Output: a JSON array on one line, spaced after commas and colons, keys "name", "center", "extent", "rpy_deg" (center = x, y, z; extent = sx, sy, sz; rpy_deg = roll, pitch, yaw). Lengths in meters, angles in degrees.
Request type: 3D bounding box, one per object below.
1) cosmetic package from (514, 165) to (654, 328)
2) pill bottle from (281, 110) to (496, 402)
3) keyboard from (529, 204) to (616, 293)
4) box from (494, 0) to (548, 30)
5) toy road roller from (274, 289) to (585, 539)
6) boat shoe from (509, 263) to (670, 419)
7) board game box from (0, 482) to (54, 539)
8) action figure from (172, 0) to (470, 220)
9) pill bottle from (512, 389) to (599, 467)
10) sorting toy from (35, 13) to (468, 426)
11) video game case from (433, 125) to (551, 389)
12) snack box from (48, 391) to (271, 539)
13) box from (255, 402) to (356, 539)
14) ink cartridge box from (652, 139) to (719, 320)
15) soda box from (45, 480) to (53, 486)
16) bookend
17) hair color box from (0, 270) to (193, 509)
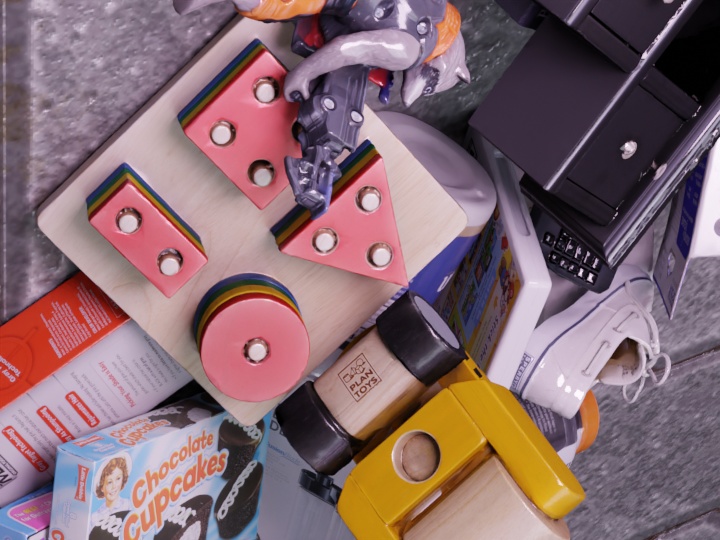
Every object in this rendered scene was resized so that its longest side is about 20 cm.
[{"name": "cosmetic package", "center": [0.161, -0.029, 1.427], "extent": [0.107, 0.085, 0.201], "rpy_deg": [-28, 145, -16]}, {"name": "pill bottle", "center": [0.000, 0.000, 1.292], "extent": [0.110, 0.111, 0.201], "rpy_deg": [4, 128, -44]}, {"name": "keyboard", "center": [0.172, -0.093, 1.310], "extent": [0.103, 0.040, 0.202], "rpy_deg": [25, 81, -14]}, {"name": "box", "center": [0.172, -0.226, 1.194], "extent": [0.199, 0.105, 0.149], "rpy_deg": [5, 128, -45]}, {"name": "toy road roller", "center": [0.056, 0.118, 1.183], "extent": [0.123, 0.201, 0.146], "rpy_deg": [-42, 156, 11]}, {"name": "boat shoe", "center": [0.184, 0.058, 1.349], "extent": [0.202, 0.086, 0.075], "rpy_deg": [-27, 148, -57]}, {"name": "board game box", "center": [-0.180, 0.211, 1.305], "extent": [0.199, 0.040, 0.155], "rpy_deg": [-24, 123, -54]}, {"name": "action figure", "center": [-0.011, -0.140, 1.056], "extent": [0.193, 0.202, 0.104], "rpy_deg": [25, 147, -38]}, {"name": "pill bottle", "center": [0.098, 0.132, 1.462], "extent": [0.199, 0.106, 0.107], "rpy_deg": [-14, 140, -39]}, {"name": "sorting toy", "center": [-0.061, -0.026, 1.152], "extent": [0.200, 0.070, 0.199], "rpy_deg": [-43, 110, 4]}, {"name": "video game case", "center": [0.080, 0.021, 1.331], "extent": [0.023, 0.183, 0.201], "rpy_deg": [5, 131, -16]}, {"name": "snack box", "center": [-0.135, 0.154, 1.275], "extent": [0.199, 0.037, 0.117], "rpy_deg": [-18, 120, -56]}, {"name": "box", "center": [-0.034, 0.184, 1.394], "extent": [0.060, 0.116, 0.201], "rpy_deg": [-37, 151, -56]}, {"name": "ink cartridge box", "center": [0.254, -0.073, 1.337], "extent": [0.198, 0.043, 0.202], "rpy_deg": [-59, 161, -79]}, {"name": "soda box", "center": [-0.267, 0.247, 1.373], "extent": [0.200, 0.069, 0.064], "rpy_deg": [-43, 147, 5]}, {"name": "bookend", "center": [0.137, -0.129, 1.082], "extent": [0.199, 0.092, 0.200], "rpy_deg": [-52, 143, 8]}, {"name": "hair color box", "center": [-0.186, 0.064, 1.243], "extent": [0.199, 0.061, 0.102], "rpy_deg": [-35, 145, -6]}]
